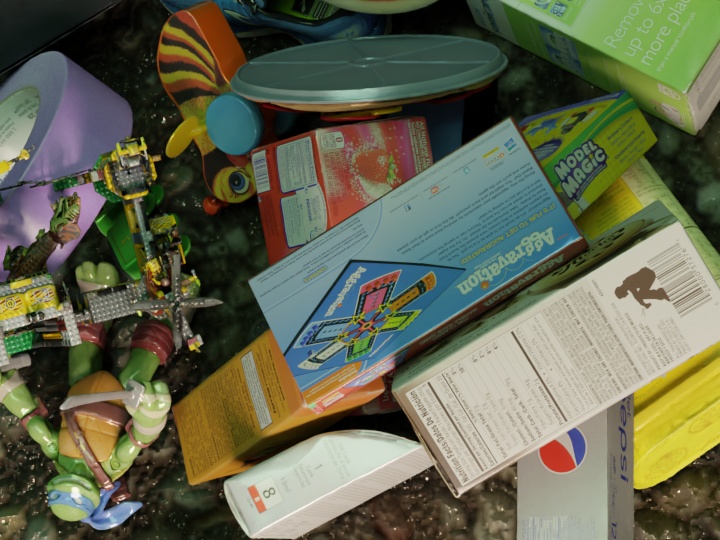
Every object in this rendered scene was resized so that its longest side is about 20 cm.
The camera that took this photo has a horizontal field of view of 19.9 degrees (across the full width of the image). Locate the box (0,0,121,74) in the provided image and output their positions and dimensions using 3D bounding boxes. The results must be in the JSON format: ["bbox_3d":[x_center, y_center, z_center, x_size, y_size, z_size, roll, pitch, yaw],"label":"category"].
[{"bbox_3d":[-0.280,-0.261,1.604,0.148,0.104,0.200,-31,39,3],"label":"box"}]

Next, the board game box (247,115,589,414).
[{"bbox_3d":[0.034,-0.004,1.283,0.200,0.019,0.103,-32,59,7],"label":"board game box"}]

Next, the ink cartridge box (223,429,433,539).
[{"bbox_3d":[0.014,0.119,1.405,0.200,0.162,0.050,-31,80,3],"label":"ink cartridge box"}]

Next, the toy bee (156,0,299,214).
[{"bbox_3d":[-0.099,-0.095,1.537,0.109,0.131,0.200,-39,65,36],"label":"toy bee"}]

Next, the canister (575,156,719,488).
[{"bbox_3d":[0.194,0.028,1.432,0.148,0.087,0.200,-35,65,3],"label":"canister"}]

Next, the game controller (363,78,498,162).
[{"bbox_3d":[0.048,-0.075,1.528,0.104,0.042,0.201,0,72,15],"label":"game controller"}]

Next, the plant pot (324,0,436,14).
[{"bbox_3d":[0.018,-0.300,1.506,0.200,0.201,0.178,-5,55,13],"label":"plant pot"}]

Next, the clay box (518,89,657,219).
[{"bbox_3d":[0.096,-0.042,1.375,0.200,0.115,0.048,-41,106,-30],"label":"clay box"}]

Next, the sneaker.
[{"bbox_3d":[-0.075,-0.222,1.584,0.199,0.089,0.079,14,75,18],"label":"sneaker"}]

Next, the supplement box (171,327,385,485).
[{"bbox_3d":[-0.061,0.088,1.404,0.066,0.200,0.069,-10,73,-31],"label":"supplement box"}]

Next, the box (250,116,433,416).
[{"bbox_3d":[0.000,0.000,1.437,0.095,0.100,0.201,-9,89,-31],"label":"box"}]

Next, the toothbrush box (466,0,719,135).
[{"bbox_3d":[0.196,-0.215,1.513,0.200,0.086,0.146,31,82,23],"label":"toothbrush box"}]

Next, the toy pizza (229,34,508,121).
[{"bbox_3d":[0.007,-0.135,1.466,0.200,0.200,0.032,-1,108,15],"label":"toy pizza"}]

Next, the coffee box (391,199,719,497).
[{"bbox_3d":[0.123,0.046,1.255,0.200,0.113,0.080,-32,95,7],"label":"coffee box"}]

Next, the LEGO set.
[{"bbox_3d":[-0.199,-0.011,1.378,0.199,0.116,0.154,-7,91,-23],"label":"LEGO set"}]

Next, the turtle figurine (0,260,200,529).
[{"bbox_3d":[-0.198,0.067,1.476,0.144,0.200,0.194,-21,38,40],"label":"turtle figurine"}]

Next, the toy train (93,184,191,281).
[{"bbox_3d":[-0.181,-0.058,1.549,0.056,0.042,0.200,-40,41,6],"label":"toy train"}]

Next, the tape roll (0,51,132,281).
[{"bbox_3d":[-0.258,-0.064,1.531,0.200,0.066,0.200,-40,30,29],"label":"tape roll"}]

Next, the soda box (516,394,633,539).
[{"bbox_3d":[0.142,0.088,1.347,0.063,0.068,0.201,-4,75,22],"label":"soda box"}]
